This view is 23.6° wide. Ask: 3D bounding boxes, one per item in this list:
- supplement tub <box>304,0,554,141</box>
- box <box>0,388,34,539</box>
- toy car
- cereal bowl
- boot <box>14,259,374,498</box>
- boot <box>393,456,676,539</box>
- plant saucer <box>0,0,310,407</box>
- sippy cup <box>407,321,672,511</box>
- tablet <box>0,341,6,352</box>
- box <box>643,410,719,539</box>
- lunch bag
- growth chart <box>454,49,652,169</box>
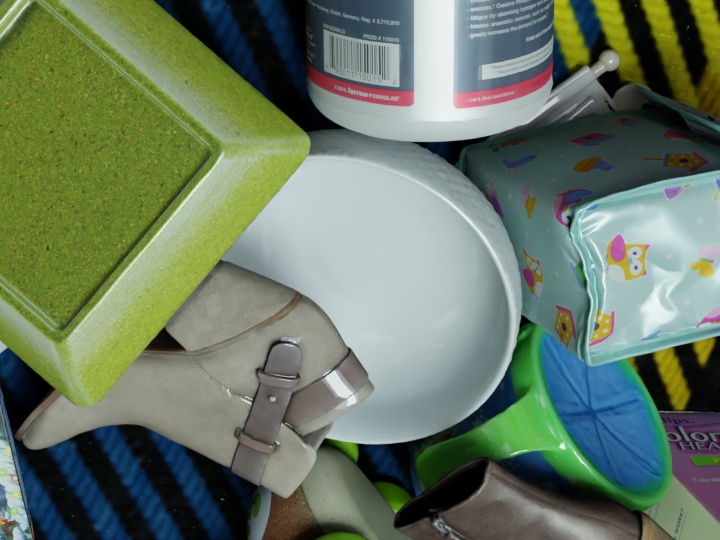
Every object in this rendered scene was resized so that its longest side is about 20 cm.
[{"bbox_3d":[0.038,-0.183,0.940,0.140,0.140,0.200,-8,115,-16],"label":"supplement tub"},{"bbox_3d":[-0.302,0.124,1.008,0.200,0.040,0.137,-13,116,-10],"label":"box"},{"bbox_3d":[-0.060,0.212,1.080,0.200,0.164,0.158,-32,120,9],"label":"toy car"},{"bbox_3d":[0.000,0.000,1.020,0.200,0.083,0.200,7,124,11],"label":"cereal bowl"},{"bbox_3d":[-0.094,0.080,1.004,0.146,0.070,0.200,40,122,-7],"label":"boot"},{"bbox_3d":[0.092,0.176,1.041,0.166,0.072,0.200,26,145,-16],"label":"boot"},{"bbox_3d":[-0.164,-0.057,0.927,0.200,0.048,0.200,41,96,0],"label":"plant saucer"},{"bbox_3d":[0.105,0.115,1.095,0.130,0.140,0.178,-35,126,30],"label":"sippy cup"},{"bbox_3d":[-0.175,-0.048,0.998,0.200,0.014,0.130,-35,120,-1],"label":"tablet"},{"bbox_3d":[0.232,0.216,1.149,0.097,0.200,0.176,2,111,-21],"label":"box"},{"bbox_3d":[0.183,-0.036,1.019,0.200,0.170,0.122,-16,110,-14],"label":"lunch bag"},{"bbox_3d":[0.147,-0.032,1.115,0.145,0.018,0.200,-30,119,-5],"label":"growth chart"}]
